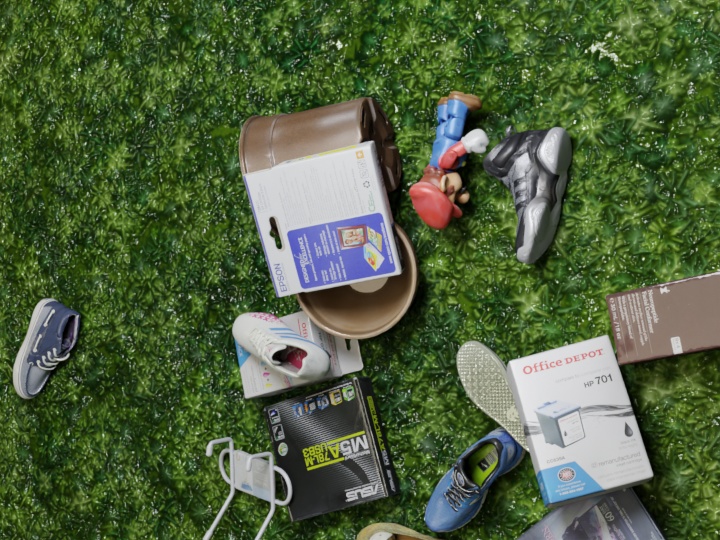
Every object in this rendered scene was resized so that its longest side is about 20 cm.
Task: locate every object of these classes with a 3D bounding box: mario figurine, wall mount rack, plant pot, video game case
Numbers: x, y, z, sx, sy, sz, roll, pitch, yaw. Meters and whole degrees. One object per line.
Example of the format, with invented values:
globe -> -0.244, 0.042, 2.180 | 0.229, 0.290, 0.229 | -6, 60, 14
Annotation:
mario figurine -> 0.142, -0.157, 1.664 | 0.106, 0.123, 0.201 | 11, 81, 17
wall mount rack -> -0.199, 0.375, 1.844 | 0.200, 0.074, 0.175 | 8, 101, 48
plant pot -> 0.000, 0.000, 1.729 | 0.200, 0.093, 0.202 | 2, 98, 15
plant pot -> -0.055, -0.173, 1.737 | 0.197, 0.200, 0.201 | -15, 80, 23
video game case -> 0.315, 0.381, 1.539 | 0.200, 0.019, 0.143 | -43, 47, 17

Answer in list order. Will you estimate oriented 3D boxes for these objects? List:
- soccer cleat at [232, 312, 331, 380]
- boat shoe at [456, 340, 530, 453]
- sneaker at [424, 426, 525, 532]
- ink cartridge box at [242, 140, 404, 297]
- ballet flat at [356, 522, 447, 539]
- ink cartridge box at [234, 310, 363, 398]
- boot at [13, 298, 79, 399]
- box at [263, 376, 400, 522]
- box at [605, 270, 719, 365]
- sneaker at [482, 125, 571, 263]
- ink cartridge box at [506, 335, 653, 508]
soccer cleat -> -0.137, 0.115, 1.748 | 0.199, 0.086, 0.070 | 22, 99, 31
boat shoe -> 0.215, 0.185, 1.618 | 0.200, 0.062, 0.075 | 48, 110, 20
sneaker -> 0.154, 0.308, 1.636 | 0.079, 0.089, 0.200 | 45, 110, 26
ink cartridge box -> -0.053, -0.074, 1.652 | 0.199, 0.047, 0.199 | -10, 104, 17
ballet flat -> 0.067, 0.429, 1.700 | 0.199, 0.071, 0.071 | 3, 90, 32
ink cartridge box -> -0.103, 0.131, 1.817 | 0.199, 0.068, 0.116 | -18, 79, 30
boot -> -0.598, 0.159, 2.122 | 0.090, 0.073, 0.201 | 19, 97, 37
box -> -0.049, 0.289, 1.790 | 0.199, 0.047, 0.194 | -21, 76, 31
box -> 0.437, 0.062, 1.481 | 0.199, 0.075, 0.101 | -15, 80, 29
sneaker -> 0.232, -0.114, 1.617 | 0.113, 0.075, 0.201 | 13, 89, 32
ink cartridge box -> 0.296, 0.206, 1.516 | 0.146, 0.086, 0.201 | -16, 74, 3
